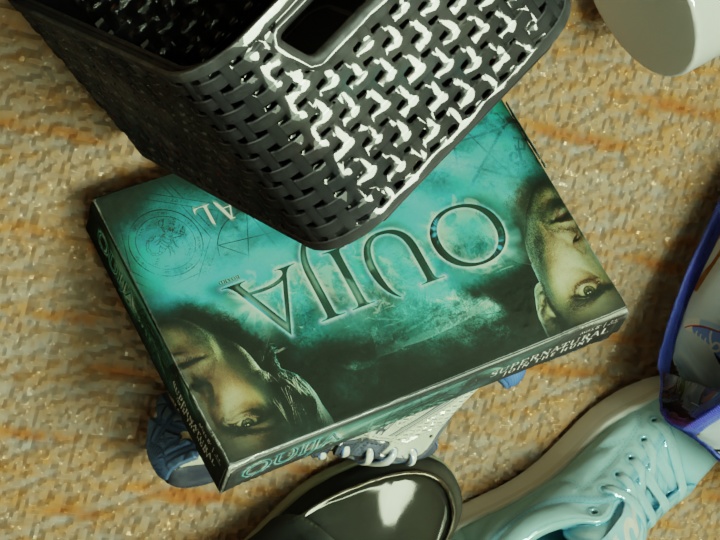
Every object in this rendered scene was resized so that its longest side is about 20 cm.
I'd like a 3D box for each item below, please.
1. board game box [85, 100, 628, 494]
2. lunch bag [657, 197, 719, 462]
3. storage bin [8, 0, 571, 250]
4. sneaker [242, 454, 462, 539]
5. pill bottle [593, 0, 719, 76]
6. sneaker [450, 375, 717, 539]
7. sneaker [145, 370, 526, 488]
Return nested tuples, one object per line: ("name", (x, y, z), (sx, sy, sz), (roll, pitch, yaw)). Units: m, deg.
("board game box", (0.000, 0.000, 0.926), (0.199, 0.136, 0.028), (-20, 157, -24))
("lunch bag", (0.252, 0.025, 1.070), (0.170, 0.124, 0.201), (33, 84, -33))
("storage bin", (-0.032, -0.104, 0.823), (0.135, 0.200, 0.094), (-46, 121, -10))
("sneaker", (-0.022, 0.155, 0.959), (0.200, 0.106, 0.075), (-32, 107, -17))
("pill bottle", (0.205, -0.171, 0.992), (0.199, 0.112, 0.113), (-30, 118, -20))
("sneaker", (0.119, 0.125, 1.052), (0.200, 0.082, 0.074), (-34, 120, -17))
("sneaker", (0.000, 0.060, 0.970), (0.199, 0.077, 0.086), (-25, 123, -19))
